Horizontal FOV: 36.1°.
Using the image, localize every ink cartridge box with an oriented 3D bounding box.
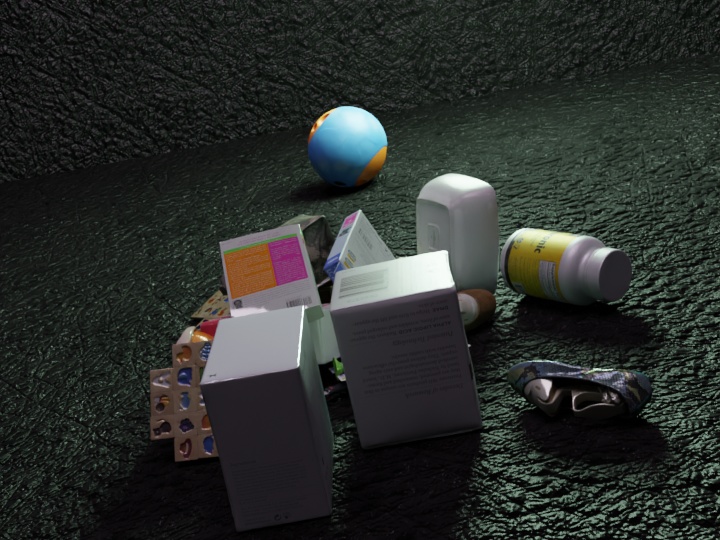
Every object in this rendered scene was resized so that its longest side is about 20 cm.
[{"bbox_3d":[-0.127,0.104,1.729,0.199,0.085,0.145,-6,3,19],"label":"ink cartridge box"},{"bbox_3d":[0.000,0.000,1.788,0.042,0.119,0.200,-27,22,24],"label":"ink cartridge box"}]

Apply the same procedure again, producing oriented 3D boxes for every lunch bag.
[{"bbox_3d":[-0.137,-0.003,1.861,0.200,0.118,0.164,-31,11,-12],"label":"lunch bag"}]

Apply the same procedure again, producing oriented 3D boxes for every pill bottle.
[{"bbox_3d":[0.329,-0.004,1.761,0.111,0.112,0.200,-25,22,-33],"label":"pill bottle"}]

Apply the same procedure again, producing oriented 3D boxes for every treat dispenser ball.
[{"bbox_3d":[-0.033,-0.309,2.766,0.200,0.202,0.201,-11,18,4],"label":"treat dispenser ball"}]

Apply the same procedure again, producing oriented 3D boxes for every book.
[{"bbox_3d":[-0.137,0.015,1.681,0.133,0.048,0.200,-17,40,1],"label":"book"}]

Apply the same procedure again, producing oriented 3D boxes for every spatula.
[{"bbox_3d":[-0.060,0.187,1.591,0.199,0.021,0.056,-21,19,-27],"label":"spatula"}]

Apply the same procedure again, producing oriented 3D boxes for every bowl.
[{"bbox_3d":[0.155,-0.058,1.878,0.074,0.201,0.200,-8,15,-21],"label":"bowl"}]

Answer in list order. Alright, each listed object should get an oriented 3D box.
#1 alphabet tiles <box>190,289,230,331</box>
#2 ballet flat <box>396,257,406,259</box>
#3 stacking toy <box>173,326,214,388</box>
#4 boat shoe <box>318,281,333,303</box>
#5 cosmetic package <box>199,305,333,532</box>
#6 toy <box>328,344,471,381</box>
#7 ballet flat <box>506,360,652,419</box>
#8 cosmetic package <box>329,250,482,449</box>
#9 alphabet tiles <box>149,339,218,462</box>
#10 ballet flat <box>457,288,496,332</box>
[{"bbox_3d":[-0.235,0.056,2.014,0.167,0.008,0.200,-46,21,-24],"label":"alphabet tiles"},{"bbox_3d":[0.102,0.026,1.847,0.064,0.076,0.200,-46,26,20],"label":"ballet flat"},{"bbox_3d":[-0.175,0.165,1.624,0.199,0.147,0.146,7,19,-1],"label":"stacking toy"},{"bbox_3d":[-0.017,0.045,1.906,0.199,0.076,0.074,-12,21,3],"label":"boat shoe"},{"bbox_3d":[-0.108,0.176,1.363,0.122,0.201,0.199,-12,19,3],"label":"cosmetic package"},{"bbox_3d":[0.053,0.115,1.652,0.199,0.047,0.115,-17,7,-10],"label":"toy"},{"bbox_3d":[0.268,0.156,1.403,0.199,0.075,0.074,-3,20,36],"label":"ballet flat"},{"bbox_3d":[0.061,0.103,1.472,0.164,0.201,0.165,-11,18,5],"label":"cosmetic package"},{"bbox_3d":[-0.194,0.175,1.526,0.199,0.167,0.006,-7,-20,5],"label":"alphabet tiles"},{"bbox_3d":[0.120,0.070,1.722,0.199,0.068,0.072,-13,-14,-3],"label":"ballet flat"}]
